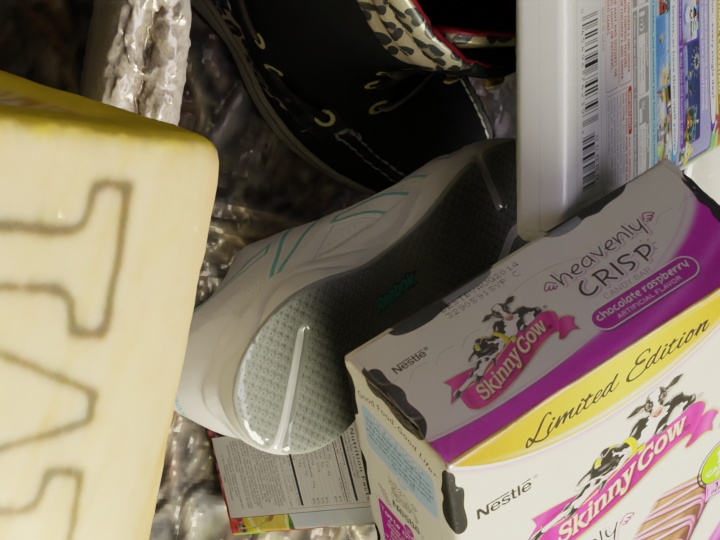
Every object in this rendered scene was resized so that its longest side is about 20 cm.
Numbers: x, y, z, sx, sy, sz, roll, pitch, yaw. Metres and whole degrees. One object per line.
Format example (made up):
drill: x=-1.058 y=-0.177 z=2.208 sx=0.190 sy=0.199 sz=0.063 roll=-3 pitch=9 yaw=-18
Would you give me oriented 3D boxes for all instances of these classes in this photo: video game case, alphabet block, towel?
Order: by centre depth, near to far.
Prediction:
alphabet block: x=-0.186 y=0.032 z=0.782 sx=0.196 sy=0.195 sz=0.201 roll=5 pitch=100 yaw=-42
towel: x=-0.088 y=-0.011 z=0.902 sx=0.034 sy=0.133 sz=0.201 roll=9 pitch=98 yaw=-10
video game case: x=0.097 y=-0.127 z=0.911 sx=0.182 sy=0.022 sz=0.201 roll=-29 pitch=120 yaw=-60

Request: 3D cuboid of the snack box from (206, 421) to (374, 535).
snack box: x=0.061 y=0.055 z=1.027 sx=0.200 sy=0.142 sz=0.053 roll=-14 pitch=92 yaw=-37

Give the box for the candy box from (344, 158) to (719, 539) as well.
candy box: x=0.075 y=0.075 z=0.895 sx=0.136 sy=0.061 sz=0.200 roll=-32 pitch=142 yaw=-18

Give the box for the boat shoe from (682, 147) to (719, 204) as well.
boat shoe: x=0.172 y=-0.104 z=1.027 sx=0.075 sy=0.086 sz=0.202 roll=-7 pitch=110 yaw=-71

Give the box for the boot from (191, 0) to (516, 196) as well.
boot: x=0.019 y=-0.081 z=0.951 sx=0.074 sy=0.154 sz=0.204 roll=-54 pitch=128 yaw=-14

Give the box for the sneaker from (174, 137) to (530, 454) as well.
sneaker: x=0.000 y=0.000 z=0.939 sx=0.200 sy=0.080 sz=0.071 roll=-29 pitch=115 yaw=-41
